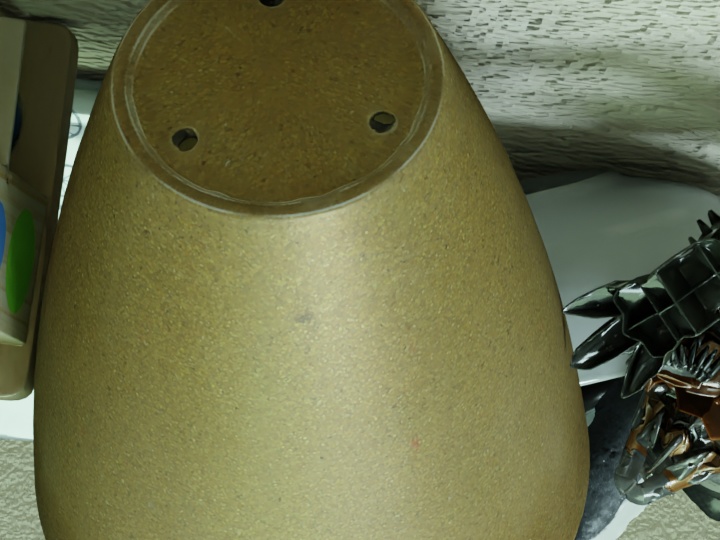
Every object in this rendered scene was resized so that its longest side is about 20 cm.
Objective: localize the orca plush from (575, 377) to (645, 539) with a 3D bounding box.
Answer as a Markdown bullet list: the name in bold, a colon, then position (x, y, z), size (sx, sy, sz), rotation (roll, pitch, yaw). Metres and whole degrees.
- **orca plush**: position (0.128, 0.048, 1.061), size (0.071, 0.200, 0.105), rotation (40, 177, 29)

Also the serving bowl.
- **serving bowl**: position (0.060, 0.002, 0.962), size (0.198, 0.066, 0.200), rotation (-12, -175, 1)

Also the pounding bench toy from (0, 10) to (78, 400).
- **pounding bench toy**: position (-0.171, 0.004, 0.777), size (0.123, 0.202, 0.156), rotation (5, 172, 7)

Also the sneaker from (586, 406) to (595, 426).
- **sneaker**: position (0.107, 0.044, 1.175), size (0.091, 0.078, 0.200), rotation (-19, -170, 47)

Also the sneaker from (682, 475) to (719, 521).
- **sneaker**: position (0.202, 0.059, 1.019), size (0.199, 0.074, 0.088), rotation (-5, 139, -35)

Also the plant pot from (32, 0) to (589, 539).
- **plant pot**: position (-0.018, 0.003, 0.758), size (0.185, 0.187, 0.201), rotation (6, 145, 5)

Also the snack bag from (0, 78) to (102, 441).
- **snack bag**: position (-0.125, 0.004, 0.976), size (0.187, 0.021, 0.201), rotation (5, 133, 2)

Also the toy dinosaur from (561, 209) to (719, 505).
- **toy dinosaur**: position (0.137, 0.009, 0.802), size (0.102, 0.201, 0.136), rotation (27, -148, 19)

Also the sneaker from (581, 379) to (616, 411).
- **sneaker**: position (0.052, 0.050, 1.087), size (0.199, 0.083, 0.078), rotation (-21, 156, -10)
